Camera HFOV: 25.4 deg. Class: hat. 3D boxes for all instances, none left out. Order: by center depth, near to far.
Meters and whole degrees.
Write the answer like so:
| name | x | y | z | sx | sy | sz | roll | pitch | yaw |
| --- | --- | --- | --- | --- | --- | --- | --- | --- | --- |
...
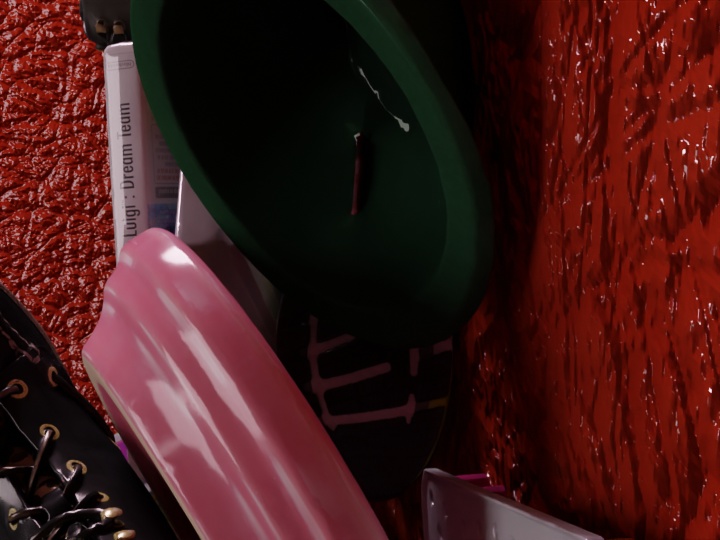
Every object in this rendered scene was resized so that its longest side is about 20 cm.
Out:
| name | x | y | z | sx | sy | sz | roll | pitch | yaw |
| --- | --- | --- | --- | --- | --- | --- | --- | --- | --- |
| hat | 0.025 | -0.099 | 0.603 | 0.201 | 0.176 | 0.166 | 52 | 146 | 1 |

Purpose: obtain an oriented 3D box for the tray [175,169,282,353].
| name | x | y | z | sx | sy | sz | roll | pitch | yaw |
| --- | --- | --- | --- | --- | --- | --- | --- | --- | --- |
| tray | -0.033 | 0.030 | 0.703 | 0.108 | 0.022 | 0.201 | -92 | -17 | -49 |

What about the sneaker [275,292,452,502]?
| name | x | y | z | sx | sy | sz | roll | pitch | yaw |
| --- | --- | --- | --- | --- | --- | --- | --- | --- | --- |
| sneaker | 0.000 | 0.000 | 0.675 | 0.081 | 0.073 | 0.202 | 67 | -165 | -68 |

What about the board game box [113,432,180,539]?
| name | x | y | z | sx | sy | sz | roll | pitch | yaw |
| --- | --- | --- | --- | --- | --- | --- | --- | --- | --- |
| board game box | -0.138 | 0.144 | 0.817 | 0.034 | 0.134 | 0.200 | 49 | 131 | 15 |

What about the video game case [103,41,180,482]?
| name | x | y | z | sx | sy | sz | roll | pitch | yaw |
| --- | --- | --- | --- | --- | --- | --- | --- | --- | --- |
| video game case | -0.055 | -0.007 | 0.753 | 0.200 | 0.023 | 0.184 | -5 | -88 | -66 |

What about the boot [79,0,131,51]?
| name | x | y | z | sx | sy | sz | roll | pitch | yaw |
| --- | --- | --- | --- | --- | --- | --- | --- | --- | --- |
| boot | -0.092 | -0.109 | 0.894 | 0.078 | 0.137 | 0.202 | 109 | 155 | -63 |

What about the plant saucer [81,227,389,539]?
| name | x | y | z | sx | sy | sz | roll | pitch | yaw |
| --- | --- | --- | --- | --- | --- | --- | --- | --- | --- |
| plant saucer | -0.043 | 0.082 | 0.581 | 0.201 | 0.051 | 0.201 | 54 | 167 | 19 |

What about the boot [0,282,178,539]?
| name | x | y | z | sx | sy | sz | roll | pitch | yaw |
| --- | --- | --- | --- | --- | --- | --- | --- | --- | --- |
| boot | -0.119 | 0.079 | 0.597 | 0.205 | 0.073 | 0.153 | 60 | 165 | -20 |

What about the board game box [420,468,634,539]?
| name | x | y | z | sx | sy | sz | roll | pitch | yaw |
| --- | --- | --- | --- | --- | --- | --- | --- | --- | --- |
| board game box | 0.058 | 0.170 | 0.497 | 0.200 | 0.026 | 0.203 | 172 | 95 | -80 |
